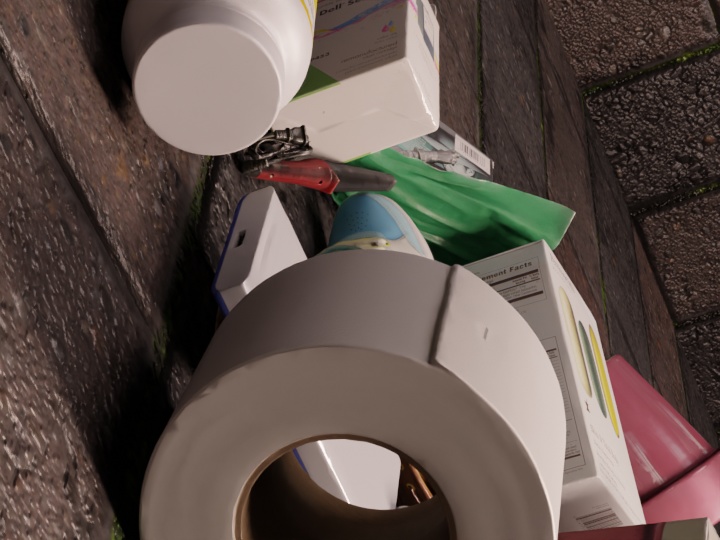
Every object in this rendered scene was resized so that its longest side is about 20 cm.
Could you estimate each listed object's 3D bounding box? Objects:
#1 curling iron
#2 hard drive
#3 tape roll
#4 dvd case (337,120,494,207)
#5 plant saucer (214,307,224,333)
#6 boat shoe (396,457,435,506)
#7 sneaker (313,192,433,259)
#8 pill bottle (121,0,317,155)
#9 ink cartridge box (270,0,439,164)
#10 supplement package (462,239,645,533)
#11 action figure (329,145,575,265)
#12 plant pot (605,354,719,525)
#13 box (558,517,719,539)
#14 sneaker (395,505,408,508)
[{"bbox_3d":[-0.022,-0.069,1.435,0.200,0.050,0.026,14,58,-63],"label":"curling iron"},{"bbox_3d":[-0.029,0.065,1.208,0.132,0.025,0.200,-80,148,-64],"label":"hard drive"},{"bbox_3d":[0.001,0.105,1.032,0.139,0.202,0.203,-69,139,-70],"label":"tape roll"},{"bbox_3d":[0.049,-0.072,1.685,0.146,0.022,0.200,35,32,-19],"label":"dvd case"},{"bbox_3d":[-0.034,0.100,1.263,0.200,0.032,0.200,-19,90,-78],"label":"plant saucer"},{"bbox_3d":[0.039,0.090,1.354,0.068,0.072,0.200,28,-38,45],"label":"boat shoe"},{"bbox_3d":[0.000,0.000,1.429,0.131,0.079,0.200,57,19,-50],"label":"sneaker"},{"bbox_3d":[-0.083,-0.154,1.228,0.200,0.112,0.113,-86,154,-57],"label":"pill bottle"},{"bbox_3d":[-0.005,-0.162,1.537,0.200,0.117,0.067,-87,155,-56],"label":"ink cartridge box"},{"bbox_3d":[0.110,0.114,1.557,0.152,0.150,0.200,50,25,-55],"label":"supplement package"},{"bbox_3d":[0.048,-0.054,1.562,0.200,0.118,0.055,24,38,-16],"label":"action figure"},{"bbox_3d":[0.239,0.186,1.931,0.179,0.200,0.200,58,12,8],"label":"plant pot"},{"bbox_3d":[0.165,0.259,1.449,0.128,0.200,0.109,58,31,-44],"label":"box"},{"bbox_3d":[0.028,0.215,1.316,0.200,0.074,0.118,91,12,-81],"label":"sneaker"}]
